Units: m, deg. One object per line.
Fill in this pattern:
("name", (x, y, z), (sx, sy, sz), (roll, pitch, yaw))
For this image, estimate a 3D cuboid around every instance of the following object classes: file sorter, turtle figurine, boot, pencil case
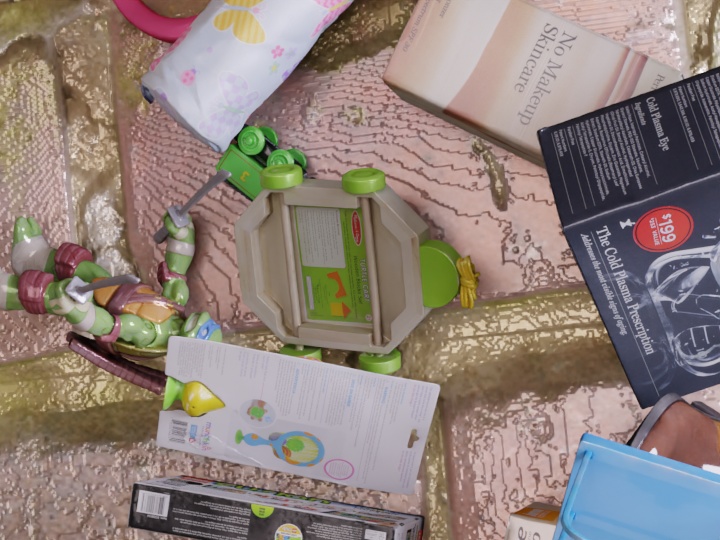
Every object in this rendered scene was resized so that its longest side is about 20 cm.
("file sorter", (0.174, 0.233, 1.120), (0.138, 0.123, 0.201), (16, 114, 10))
("turtle figurine", (-0.194, -0.011, 1.353), (0.193, 0.200, 0.144), (12, 60, 19))
("boot", (0.272, 0.171, 1.197), (0.200, 0.188, 0.069), (40, 100, 24))
("pencil case", (-0.074, -0.183, 1.357), (0.083, 0.091, 0.200), (42, 92, 22))

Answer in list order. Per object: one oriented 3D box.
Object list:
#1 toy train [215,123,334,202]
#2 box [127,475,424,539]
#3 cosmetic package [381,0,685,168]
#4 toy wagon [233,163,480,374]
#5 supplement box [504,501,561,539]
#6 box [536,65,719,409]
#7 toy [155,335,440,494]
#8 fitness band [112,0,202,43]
("toy train", (-0.028, -0.039, 1.371), (0.200, 0.042, 0.056), (39, 105, 13))
("box", (-0.060, 0.187, 1.325), (0.199, 0.110, 0.035), (8, 88, 14))
("cosmetic package", (0.130, -0.136, 1.315), (0.200, 0.087, 0.104), (25, 91, 14))
("toy wagon", (0.000, 0.000, 1.325), (0.199, 0.040, 0.156), (4, 111, 25))
("supplement box", (0.203, 0.219, 1.252), (0.199, 0.126, 0.074), (10, 89, 13))
("box", (0.241, -0.027, 1.215), (0.182, 0.200, 0.104), (-20, 43, 11))
("toy", (-0.048, 0.098, 1.334), (0.199, 0.047, 0.115), (9, 129, -4))
("fitness band", (-0.122, -0.275, 1.410), (0.144, 0.037, 0.200), (37, 96, 13))
